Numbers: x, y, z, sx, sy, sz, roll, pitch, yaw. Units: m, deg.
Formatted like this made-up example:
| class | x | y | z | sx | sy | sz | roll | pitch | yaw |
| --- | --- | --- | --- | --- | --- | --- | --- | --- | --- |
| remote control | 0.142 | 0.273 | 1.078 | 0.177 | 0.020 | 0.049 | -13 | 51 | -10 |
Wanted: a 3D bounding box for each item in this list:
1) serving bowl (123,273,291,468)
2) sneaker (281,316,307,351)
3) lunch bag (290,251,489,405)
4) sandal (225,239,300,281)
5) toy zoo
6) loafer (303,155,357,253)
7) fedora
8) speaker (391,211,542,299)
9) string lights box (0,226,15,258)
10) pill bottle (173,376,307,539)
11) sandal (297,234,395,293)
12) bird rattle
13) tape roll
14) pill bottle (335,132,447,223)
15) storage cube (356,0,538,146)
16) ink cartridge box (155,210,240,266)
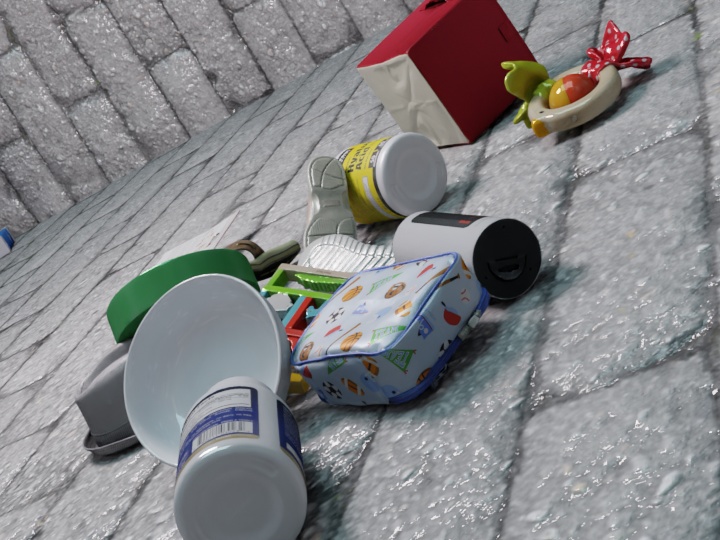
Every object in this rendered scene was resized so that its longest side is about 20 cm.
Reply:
| class | x | y | z | sx | sy | sz | roll | pitch | yaw |
| --- | --- | --- | --- | --- | --- | --- | --- | --- | --- |
| serving bowl | -0.149 | 0.110 | 1.252 | 0.198 | 0.202 | 0.066 | -26 | -27 | 20 |
| sneaker | -0.118 | 0.072 | 1.449 | 0.114 | 0.076 | 0.201 | -25 | 26 | 3 |
| lunch bag | 0.031 | 0.054 | 1.166 | 0.199 | 0.076 | 0.161 | -9 | 35 | 54 |
| sandal | -0.163 | -0.012 | 1.683 | 0.080 | 0.058 | 0.200 | -40 | -9 | 34 |
| toy zoo | -0.083 | 0.072 | 1.340 | 0.130 | 0.021 | 0.201 | 7 | 45 | 31 |
| loafer | -0.043 | -0.057 | 1.595 | 0.071 | 0.063 | 0.202 | 2 | 56 | -7 |
| fedora | -0.275 | 0.138 | 1.487 | 0.198 | 0.091 | 0.177 | -30 | 16 | 9 |
| speaker | 0.108 | -0.018 | 1.255 | 0.081 | 0.082 | 0.200 | -36 | 16 | -15 |
| string lights box | -1.170 | -0.076 | 3.844 | 0.102 | 0.059 | 0.200 | -32 | 16 | -3 |
| pill bottle | -0.106 | 0.166 | 1.057 | 0.110 | 0.112 | 0.200 | -31 | 16 | 3 |
| sandal | -0.004 | 0.006 | 1.457 | 0.201 | 0.050 | 0.083 | 10 | 59 | 49 |
| bird rattle | 0.290 | -0.235 | 1.586 | 0.197 | 0.114 | 0.164 | -12 | 33 | 18 |
| tape roll | -0.228 | 0.044 | 1.560 | 0.198 | 0.049 | 0.201 | -23 | -21 | -9 |
| pill bottle | 0.022 | -0.123 | 1.663 | 0.111 | 0.112 | 0.199 | -40 | 17 | -27 |
| storage cube | 0.137 | -0.310 | 1.857 | 0.180 | 0.201 | 0.170 | -45 | 20 | -20 |
| ink cartridge box | -0.285 | -0.009 | 2.023 | 0.175 | 0.045 | 0.200 | -27 | 18 | 22 |
